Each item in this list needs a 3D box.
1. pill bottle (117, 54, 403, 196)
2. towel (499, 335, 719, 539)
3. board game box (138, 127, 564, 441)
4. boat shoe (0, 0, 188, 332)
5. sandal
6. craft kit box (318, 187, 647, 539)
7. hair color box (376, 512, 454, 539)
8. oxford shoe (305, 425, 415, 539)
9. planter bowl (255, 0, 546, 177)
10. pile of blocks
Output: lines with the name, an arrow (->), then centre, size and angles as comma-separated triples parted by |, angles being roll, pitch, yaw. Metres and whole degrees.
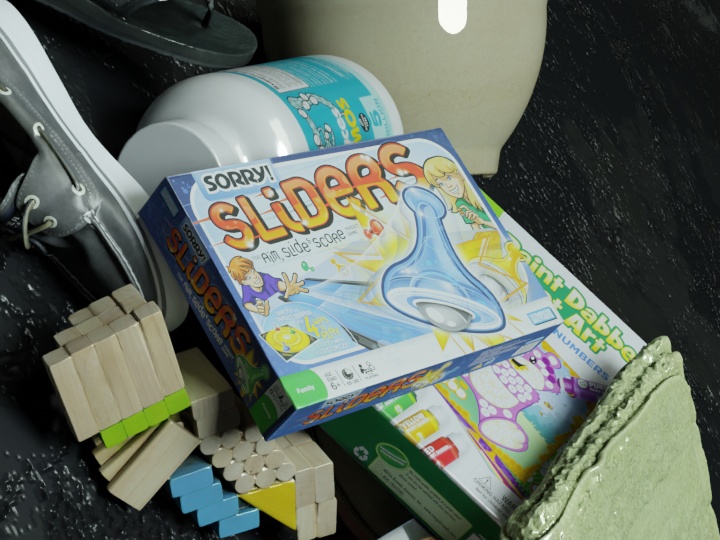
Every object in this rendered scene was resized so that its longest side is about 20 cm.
pill bottle -> -0.060, -0.064, 0.949 | 0.111, 0.111, 0.200 | 60, 28, 2
towel -> 0.139, 0.141, 0.859 | 0.200, 0.036, 0.149 | -44, 123, -48
board game box -> 0.000, 0.000, 0.843 | 0.200, 0.034, 0.135 | -15, 67, -43
boat shoe -> -0.163, -0.046, 0.816 | 0.066, 0.070, 0.200 | -33, 95, -45
sandal -> -0.140, -0.168, 0.924 | 0.200, 0.048, 0.075 | 20, 27, -29
craft kit box -> 0.054, 0.043, 0.906 | 0.200, 0.049, 0.198 | 43, 39, 3
hair color box -> 0.036, 0.185, 0.845 | 0.200, 0.061, 0.099 | -22, 69, -47
oxford shoe -> 0.006, 0.068, 0.964 | 0.070, 0.075, 0.200 | 23, 44, -49
planter bowl -> 0.032, -0.127, 1.104 | 0.200, 0.200, 0.135 | -7, 95, -60
pile of blocks -> -0.091, 0.079, 0.823 | 0.200, 0.082, 0.062 | 45, -2, -37
